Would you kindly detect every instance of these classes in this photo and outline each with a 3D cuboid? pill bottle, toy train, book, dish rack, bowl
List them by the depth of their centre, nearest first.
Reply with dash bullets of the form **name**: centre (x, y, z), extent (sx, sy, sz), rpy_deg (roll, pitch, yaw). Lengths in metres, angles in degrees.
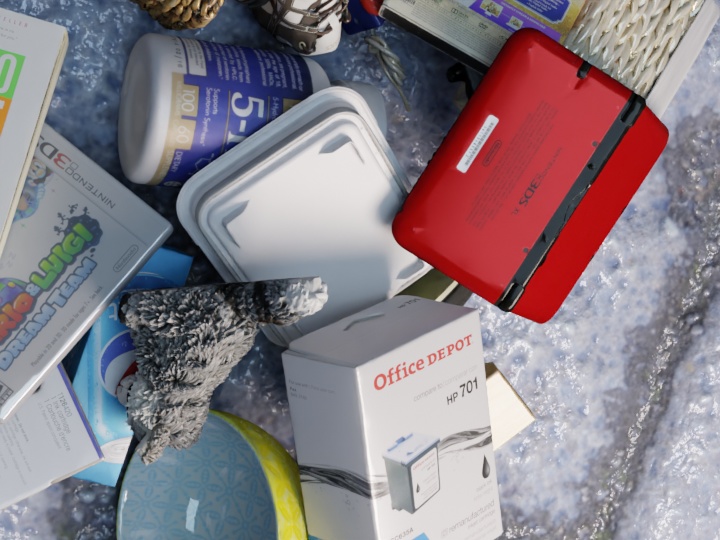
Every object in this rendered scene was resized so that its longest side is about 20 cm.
- **book**: centre (-0.313, -0.104, 0.981), extent (0.134, 0.048, 0.200), rpy_deg (16, 78, -9)
- **dish rack**: centre (-0.031, -0.029, 1.043), extent (0.172, 0.044, 0.200), rpy_deg (-35, 129, -2)
- **pill bottle**: centre (-0.087, -0.120, 1.064), extent (0.200, 0.120, 0.120), rpy_deg (4, 97, -23)
- **bowl**: centre (-0.101, 0.215, 1.093), extent (0.108, 0.200, 0.200), rpy_deg (7, 97, -48)
- **toy train**: centre (0.024, -0.249, 1.117), extent (0.116, 0.085, 0.200), rpy_deg (-44, 113, -25)

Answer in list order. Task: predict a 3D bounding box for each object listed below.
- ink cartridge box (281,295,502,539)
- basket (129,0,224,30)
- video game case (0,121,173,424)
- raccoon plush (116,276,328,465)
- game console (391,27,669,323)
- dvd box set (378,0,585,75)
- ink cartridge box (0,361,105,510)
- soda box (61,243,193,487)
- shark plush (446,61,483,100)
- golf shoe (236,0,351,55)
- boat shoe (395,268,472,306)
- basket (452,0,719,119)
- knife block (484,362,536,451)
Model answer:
- **ink cartridge box**: centre (0.028, 0.138, 1.027), extent (0.146, 0.086, 0.200), rpy_deg (-23, 113, -41)
- **basket**: centre (-0.132, -0.304, 1.001), extent (0.149, 0.143, 0.200), rpy_deg (39, 83, -24)
- **video game case**: centre (-0.277, -0.015, 1.002), extent (0.182, 0.024, 0.200), rpy_deg (39, 75, 2)
- **raccoon plush**: centre (-0.113, 0.078, 0.982), extent (0.097, 0.200, 0.134), rpy_deg (-5, 90, -43)
- **game console**: centre (0.143, -0.072, 1.072), extent (0.172, 0.119, 0.200), rpy_deg (32, 96, -3)
- **dvd box set**: centre (0.123, -0.261, 1.070), extent (0.146, 0.029, 0.200), rpy_deg (28, 82, -6)
- **ink cartridge box**: centre (-0.331, 0.103, 1.010), extent (0.200, 0.047, 0.198), rpy_deg (-24, 87, -19)
- **soda box**: centre (-0.205, 0.069, 1.073), extent (0.064, 0.068, 0.200), rpy_deg (18, 91, -24)
- **shark plush**: centre (0.103, -0.228, 1.102), extent (0.091, 0.083, 0.200), rpy_deg (39, 56, -55)
- **golf shoe**: centre (-0.033, -0.219, 1.023), extent (0.078, 0.200, 0.095), rpy_deg (-40, 106, -12)
- **boat shoe**: centre (0.032, 0.072, 1.170), extent (0.201, 0.074, 0.063), rpy_deg (-46, 109, -9)
- **basket**: centre (0.195, -0.186, 1.155), extent (0.123, 0.136, 0.200), rpy_deg (32, 86, -32)
- **knife block**: centre (0.035, 0.174, 1.140), extent (0.064, 0.200, 0.176), rpy_deg (50, 49, -22)
